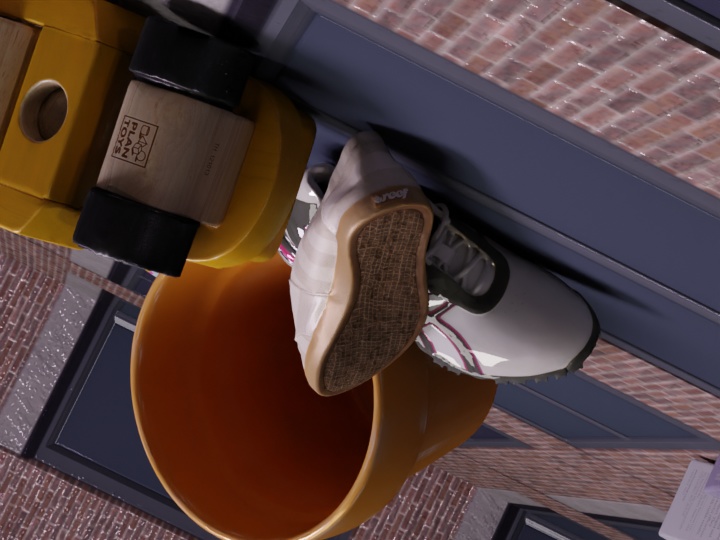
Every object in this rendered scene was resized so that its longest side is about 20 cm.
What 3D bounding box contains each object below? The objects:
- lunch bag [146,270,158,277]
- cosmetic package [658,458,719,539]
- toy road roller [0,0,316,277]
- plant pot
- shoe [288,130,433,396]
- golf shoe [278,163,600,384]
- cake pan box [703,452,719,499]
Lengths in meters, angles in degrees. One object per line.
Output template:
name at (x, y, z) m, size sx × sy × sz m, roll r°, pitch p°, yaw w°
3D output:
lunch bag at (-0.084, -0.006, 1.516) m, size 0.160 × 0.077 × 0.200 m, roll 25°, pitch 175°, yaw 47°
cosmetic package at (0.334, 0.210, 1.669) m, size 0.101 × 0.071 × 0.200 m, roll 30°, pitch 171°, yaw -28°
toy road roller at (-0.115, -0.066, 1.122) m, size 0.200 × 0.123 × 0.146 m, roll 20°, pitch -179°, yaw 34°
plant pot at (-0.012, 0.065, 1.389) m, size 0.200 × 0.200 × 0.183 m, roll 20°, pitch -164°, yaw 35°
shoe at (0.000, 0.000, 1.172) m, size 0.053 × 0.070 × 0.200 m, roll 61°, pitch 157°, yaw 27°
golf shoe at (0.043, 0.002, 1.228) m, size 0.200 × 0.077 × 0.088 m, roll 24°, pitch 163°, yaw 2°
cake pan box at (0.335, 0.164, 1.444) m, size 0.200 × 0.052 × 0.184 m, roll 25°, pitch 170°, yaw 1°
